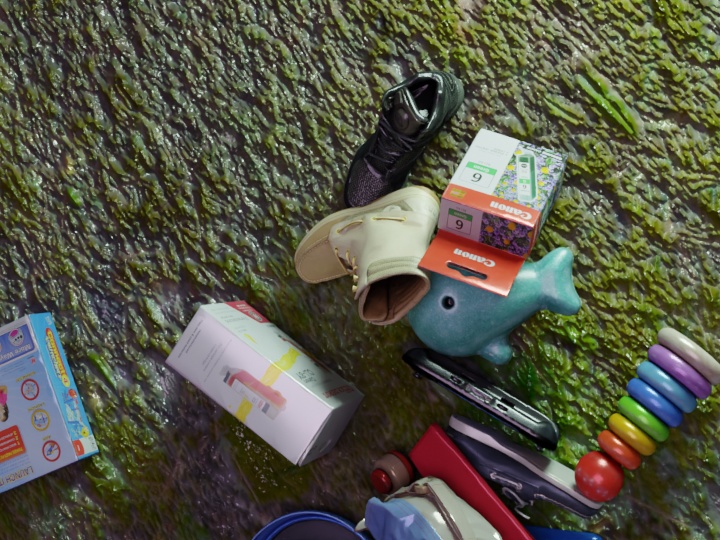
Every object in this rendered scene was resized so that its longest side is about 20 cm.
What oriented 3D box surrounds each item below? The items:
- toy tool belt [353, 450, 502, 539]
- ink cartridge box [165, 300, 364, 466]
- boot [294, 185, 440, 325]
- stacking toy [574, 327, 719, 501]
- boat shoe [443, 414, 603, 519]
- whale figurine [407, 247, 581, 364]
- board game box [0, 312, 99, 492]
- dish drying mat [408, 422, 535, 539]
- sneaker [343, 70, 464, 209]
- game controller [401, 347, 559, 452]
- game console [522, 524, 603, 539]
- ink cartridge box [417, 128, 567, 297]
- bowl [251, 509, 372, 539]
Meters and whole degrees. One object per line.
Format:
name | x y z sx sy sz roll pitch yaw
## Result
toy tool belt | 0.054 0.291 1.285 0.199 0.122 0.126 37 141 36
ink cartridge box | -0.107 0.128 1.357 0.199 0.145 0.084 37 99 12
boot | 0.000 0.000 1.309 0.198 0.157 0.073 -22 127 25
stacking toy | 0.303 0.163 1.249 0.085 0.085 0.201 38 91 12
boat shoe | 0.178 0.234 1.310 0.198 0.075 0.063 26 97 16
whale figurine | 0.145 0.028 1.299 0.197 0.104 0.162 -9 88 19
board game box | -0.467 0.184 1.510 0.198 0.056 0.198 -22 85 16
dish drying mat | 0.132 0.267 1.298 0.200 0.018 0.077 50 134 17
sneaker | 0.036 -0.148 1.325 0.076 0.114 0.200 43 104 13
game controller | 0.136 0.146 1.305 0.198 0.104 0.043 30 94 14
game console | 0.183 0.396 1.342 0.197 0.119 0.173 4 61 16
ink cartridge box | 0.146 -0.067 1.257 0.108 0.201 0.051 19 136 15
bowl | -0.054 0.390 1.401 0.197 0.039 0.204 0 92 16
